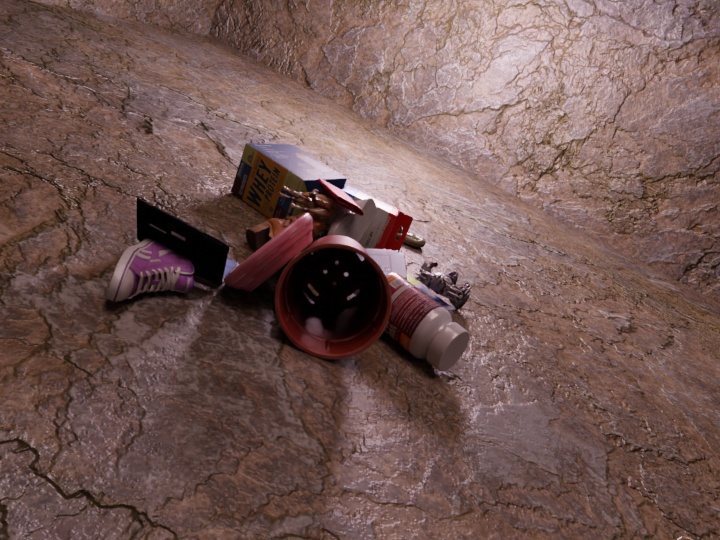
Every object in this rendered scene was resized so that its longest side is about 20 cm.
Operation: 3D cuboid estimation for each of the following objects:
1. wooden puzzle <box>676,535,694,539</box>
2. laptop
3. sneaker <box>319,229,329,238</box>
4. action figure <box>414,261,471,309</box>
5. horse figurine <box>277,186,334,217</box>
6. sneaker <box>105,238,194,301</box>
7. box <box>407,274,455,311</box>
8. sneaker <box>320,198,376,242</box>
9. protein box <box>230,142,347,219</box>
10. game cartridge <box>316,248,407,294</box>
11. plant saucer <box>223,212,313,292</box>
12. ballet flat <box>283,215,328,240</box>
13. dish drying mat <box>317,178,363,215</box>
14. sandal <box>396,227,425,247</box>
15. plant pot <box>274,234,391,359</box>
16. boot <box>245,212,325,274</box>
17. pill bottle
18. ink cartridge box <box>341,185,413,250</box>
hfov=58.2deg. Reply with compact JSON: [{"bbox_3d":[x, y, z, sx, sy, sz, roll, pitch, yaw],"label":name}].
[{"bbox_3d":[0.513,0.489,0.902,0.184,0.038,0.199,34,28,22],"label":"wooden puzzle"},{"bbox_3d":[-0.308,-0.065,1.189,0.175,0.201,0.104,26,55,-2],"label":"laptop"},{"bbox_3d":[-0.050,-0.075,1.554,0.089,0.077,0.200,15,18,4],"label":"sneaker"},{"bbox_3d":[0.196,0.031,1.476,0.130,0.070,0.200,42,8,22],"label":"action figure"},{"bbox_3d":[-0.106,-0.154,1.446,0.130,0.051,0.200,13,10,-23],"label":"horse figurine"},{"bbox_3d":[-0.335,0.008,1.068,0.113,0.073,0.201,25,22,-5],"label":"sneaker"},{"bbox_3d":[0.099,0.055,1.437,0.199,0.048,0.121,37,26,30],"label":"box"},{"bbox_3d":[-0.051,-0.102,1.480,0.114,0.075,0.200,-3,25,29],"label":"sneaker"},{"bbox_3d":[-0.181,-0.219,1.653,0.199,0.137,0.198,34,24,23],"label":"protein box"},{"bbox_3d":[0.000,0.000,1.387,0.196,0.042,0.134,2,29,-2],"label":"game cartridge"},{"bbox_3d":[-0.160,-0.026,1.192,0.051,0.199,0.201,51,21,-6],"label":"plant saucer"},{"bbox_3d":[-0.113,-0.106,1.568,0.072,0.068,0.199,42,28,16],"label":"ballet flat"},{"bbox_3d":[-0.048,-0.168,1.465,0.076,0.018,0.200,25,10,-22],"label":"dish drying mat"},{"bbox_3d":[0.098,-0.126,1.835,0.198,0.058,0.080,20,22,-10],"label":"sandal"},{"bbox_3d":[-0.046,0.028,1.178,0.198,0.204,0.196,21,14,-6],"label":"plant pot"},{"bbox_3d":[-0.134,-0.062,1.382,0.154,0.078,0.199,-21,32,-32],"label":"boot"},{"bbox_3d":[0.108,0.100,1.261,0.199,0.111,0.109,38,26,31],"label":"pill bottle"},{"bbox_3d":[0.024,-0.122,1.669,0.197,0.118,0.067,25,21,3],"label":"ink cartridge box"}]
